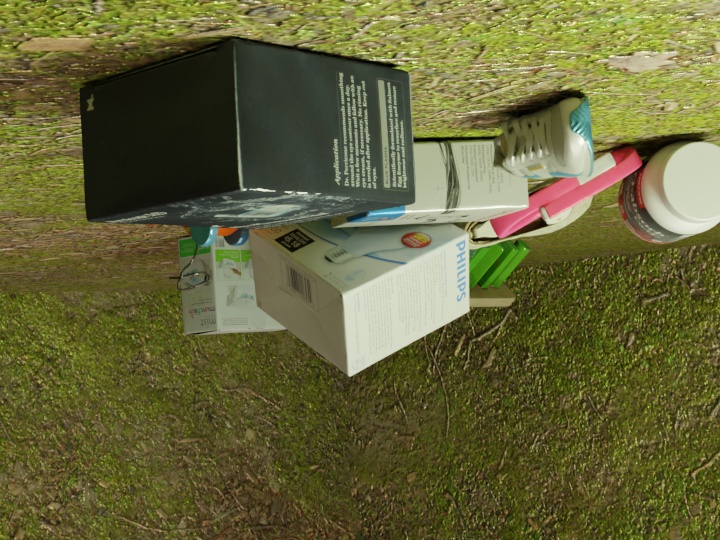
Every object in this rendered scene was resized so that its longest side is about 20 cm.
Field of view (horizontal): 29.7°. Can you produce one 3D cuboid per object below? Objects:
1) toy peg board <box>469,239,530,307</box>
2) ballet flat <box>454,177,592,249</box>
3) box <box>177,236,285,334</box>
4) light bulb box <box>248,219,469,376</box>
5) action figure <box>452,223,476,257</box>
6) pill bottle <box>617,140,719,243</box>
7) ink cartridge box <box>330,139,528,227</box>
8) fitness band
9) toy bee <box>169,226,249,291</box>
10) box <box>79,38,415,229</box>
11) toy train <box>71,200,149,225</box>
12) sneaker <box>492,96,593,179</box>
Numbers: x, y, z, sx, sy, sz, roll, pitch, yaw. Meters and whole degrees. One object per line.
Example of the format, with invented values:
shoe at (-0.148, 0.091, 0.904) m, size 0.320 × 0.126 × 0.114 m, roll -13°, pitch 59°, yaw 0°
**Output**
toy peg board at (0.145, -0.050, 2.025) m, size 0.098 × 0.199 × 0.200 m, roll -50°, pitch 154°, yaw 22°
ballet flat at (0.219, -0.071, 1.770) m, size 0.199 × 0.068 × 0.062 m, roll -22°, pitch -173°, yaw -2°
box at (-0.223, 0.025, 2.468) m, size 0.096 × 0.178 × 0.199 m, roll -7°, pitch 176°, yaw 39°
light bulb box at (0.000, 0.000, 1.682) m, size 0.199 × 0.125 × 0.198 m, roll -27°, pitch -139°, yaw -30°
action figure at (0.068, -0.083, 1.860) m, size 0.199 × 0.119 × 0.055 m, roll 3°, pitch 156°, yaw 24°
pill bottle at (0.398, -0.099, 1.694) m, size 0.115 × 0.117 × 0.200 m, roll -4°, pitch 176°, yaw -2°
ink cartridge box at (0.077, -0.100, 1.571) m, size 0.199 × 0.085 × 0.146 m, roll -3°, pitch 177°, yaw -18°
fitness band at (0.251, -0.096, 1.659) m, size 0.199 × 0.038 × 0.144 m, roll -28°, pitch 180°, yaw -5°
toy bee at (-0.195, -0.076, 1.703) m, size 0.200 × 0.109 × 0.131 m, roll -33°, pitch 157°, yaw 22°
box at (-0.092, -0.102, 1.112) m, size 0.196 × 0.118 × 0.199 m, roll -7°, pitch 174°, yaw 43°
toy train at (-0.196, -0.098, 1.427) m, size 0.199 × 0.085 × 0.116 m, roll -6°, pitch -171°, yaw 34°
sneaker at (0.185, -0.126, 1.363) m, size 0.080 × 0.077 × 0.200 m, roll -2°, pitch 174°, yaw -5°
